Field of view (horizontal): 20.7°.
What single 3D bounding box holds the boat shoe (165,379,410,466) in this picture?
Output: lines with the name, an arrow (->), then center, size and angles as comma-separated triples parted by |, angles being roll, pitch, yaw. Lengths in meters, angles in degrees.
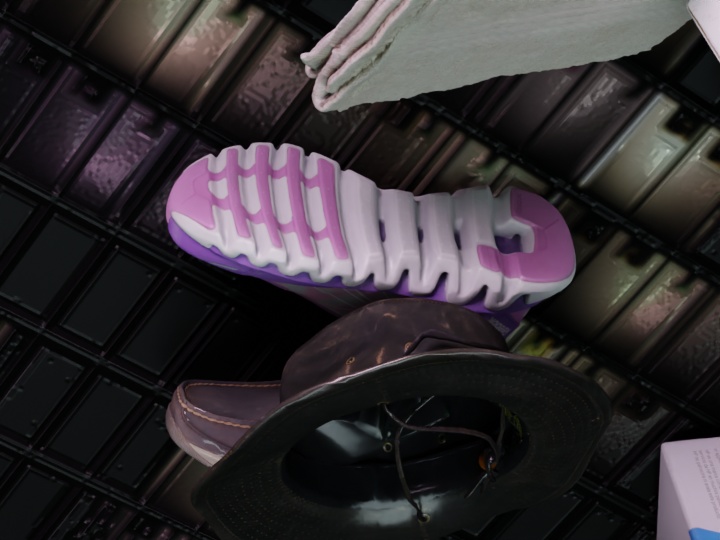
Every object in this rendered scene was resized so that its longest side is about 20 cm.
boat shoe -> -0.001, 0.069, 1.018 | 0.199, 0.075, 0.074 | 6, 112, -20

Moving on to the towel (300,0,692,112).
towel -> 0.080, -0.119, 0.844 | 0.199, 0.035, 0.133 | -12, 167, -30

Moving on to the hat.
hat -> 0.014, 0.062, 0.930 | 0.200, 0.081, 0.201 | -10, 149, -6

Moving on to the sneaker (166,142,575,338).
sneaker -> 0.000, 0.000, 0.965 | 0.199, 0.081, 0.089 | 11, 137, -12

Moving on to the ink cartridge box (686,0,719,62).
ink cartridge box -> 0.249, -0.107, 0.822 | 0.200, 0.125, 0.129 | -12, 155, -39

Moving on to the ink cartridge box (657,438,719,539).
ink cartridge box -> 0.272, 0.157, 1.050 | 0.199, 0.145, 0.084 | -6, 126, -3
